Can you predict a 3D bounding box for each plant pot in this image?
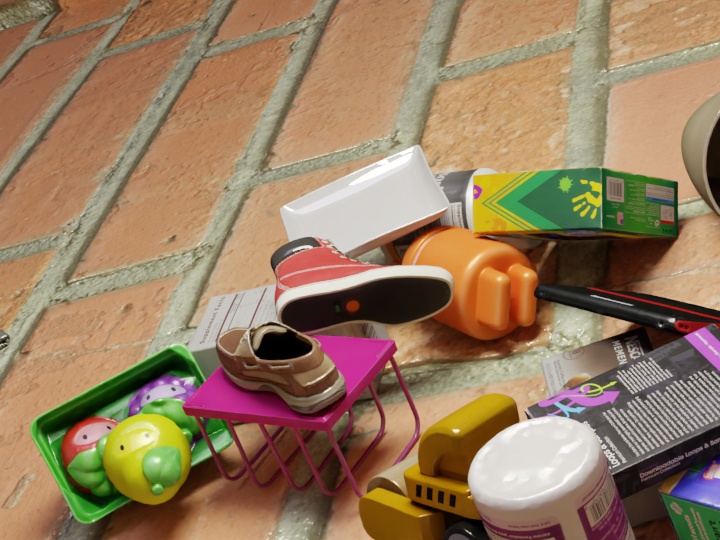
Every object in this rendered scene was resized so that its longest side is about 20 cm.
[{"bbox_3d":[0.449,-0.140,1.711,0.187,0.187,0.200,-25,13,-2],"label":"plant pot"}]

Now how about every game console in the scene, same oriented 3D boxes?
[{"bbox_3d":[0.302,0.048,1.514,0.177,0.031,0.200,5,6,-39],"label":"game console"}]

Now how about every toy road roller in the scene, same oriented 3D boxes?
[{"bbox_3d":[0.092,0.187,1.390,0.123,0.146,0.200,-25,21,-36],"label":"toy road roller"}]

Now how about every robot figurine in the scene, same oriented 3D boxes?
[{"bbox_3d":[0.126,0.012,1.733,0.144,0.117,0.200,-45,33,-14],"label":"robot figurine"}]

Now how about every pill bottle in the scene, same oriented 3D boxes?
[{"bbox_3d":[0.127,-0.068,1.871,0.200,0.116,0.116,-6,32,31],"label":"pill bottle"},{"bbox_3d":[0.169,0.228,1.218,0.112,0.200,0.112,-18,28,10],"label":"pill bottle"}]

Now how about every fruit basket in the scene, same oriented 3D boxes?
[{"bbox_3d":[-0.249,0.188,1.650,0.216,0.156,0.216,-29,-6,-4],"label":"fruit basket"}]

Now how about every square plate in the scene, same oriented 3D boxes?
[{"bbox_3d":[0.004,-0.070,1.818,0.198,0.028,0.200,-24,28,3],"label":"square plate"}]

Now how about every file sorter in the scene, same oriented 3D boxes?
[{"bbox_3d":[-0.058,0.159,1.599,0.200,0.125,0.139,1,35,38],"label":"file sorter"}]

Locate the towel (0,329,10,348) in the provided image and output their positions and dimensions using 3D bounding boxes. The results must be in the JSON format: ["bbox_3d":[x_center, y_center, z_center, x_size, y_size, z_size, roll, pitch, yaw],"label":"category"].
[{"bbox_3d":[-0.638,0.134,2.208,0.200,0.035,0.193,-36,33,-27],"label":"towel"}]

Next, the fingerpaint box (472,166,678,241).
[{"bbox_3d":[0.251,-0.072,1.723,0.167,0.073,0.200,-1,-2,36],"label":"fingerpaint box"}]

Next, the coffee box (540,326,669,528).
[{"bbox_3d":[0.248,0.152,1.422,0.114,0.080,0.200,-17,29,9],"label":"coffee box"}]

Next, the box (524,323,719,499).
[{"bbox_3d":[0.264,0.129,1.331,0.200,0.036,0.143,-22,28,-5],"label":"box"}]

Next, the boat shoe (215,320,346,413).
[{"bbox_3d":[-0.089,0.084,1.540,0.076,0.072,0.200,-37,31,-28],"label":"boat shoe"}]

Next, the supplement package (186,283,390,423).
[{"bbox_3d":[-0.083,0.090,1.751,0.200,0.117,0.117,-13,30,21],"label":"supplement package"}]

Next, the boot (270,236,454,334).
[{"bbox_3d":[0.000,0.000,1.669,0.200,0.072,0.144,-6,33,-3],"label":"boot"}]

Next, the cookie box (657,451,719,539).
[{"bbox_3d":[0.388,0.181,1.268,0.200,0.075,0.171,9,42,47],"label":"cookie box"}]
